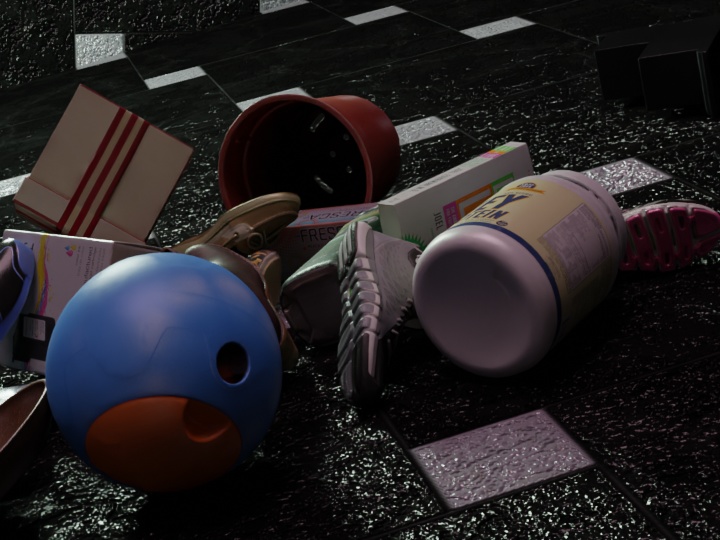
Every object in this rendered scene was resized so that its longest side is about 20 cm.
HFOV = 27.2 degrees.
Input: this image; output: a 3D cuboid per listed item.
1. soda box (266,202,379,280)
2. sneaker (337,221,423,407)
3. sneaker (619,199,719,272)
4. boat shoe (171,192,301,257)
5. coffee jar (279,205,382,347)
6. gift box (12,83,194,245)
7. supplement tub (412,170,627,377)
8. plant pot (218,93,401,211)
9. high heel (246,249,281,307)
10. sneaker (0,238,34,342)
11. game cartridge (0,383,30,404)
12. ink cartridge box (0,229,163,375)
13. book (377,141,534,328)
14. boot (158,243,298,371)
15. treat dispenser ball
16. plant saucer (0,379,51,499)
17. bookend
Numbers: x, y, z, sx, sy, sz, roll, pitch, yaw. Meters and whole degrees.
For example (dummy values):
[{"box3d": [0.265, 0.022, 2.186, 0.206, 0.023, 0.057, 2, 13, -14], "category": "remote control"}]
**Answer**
[{"box3d": [-0.013, -0.035, 1.713, 0.198, 0.069, 0.064, -5, 19, 25], "category": "soda box"}, {"box3d": [0.041, 0.044, 1.404, 0.114, 0.075, 0.202, 12, 52, -17], "category": "sneaker"}, {"box3d": [0.269, -0.039, 1.533, 0.198, 0.074, 0.088, -14, 24, 10], "category": "sneaker"}, {"box3d": [-0.147, -0.022, 1.684, 0.199, 0.064, 0.073, -28, -17, 15], "category": "boat shoe"}, {"box3d": [0.000, 0.000, 1.569, 0.104, 0.086, 0.200, -23, 12, 30], "category": "coffee jar"}, {"box3d": [-0.304, -0.089, 1.803, 0.199, 0.188, 0.185, 29, -8, -3], "category": "gift box"}, {"box3d": [0.155, -0.003, 1.395, 0.144, 0.146, 0.200, 1, 23, 35], "category": "supplement tub"}, {"box3d": [-0.046, -0.131, 1.850, 0.199, 0.203, 0.195, -5, 12, 22], "category": "plant pot"}, {"box3d": [-0.168, 0.029, 1.621, 0.141, 0.072, 0.200, 0, 31, 16], "category": "high heel"}, {"box3d": [-0.394, 0.042, 1.478, 0.070, 0.078, 0.201, -5, 53, 38], "category": "sneaker"}, {"box3d": [-0.403, 0.162, 1.457, 0.198, 0.041, 0.133, -9, 16, 12], "category": "game cartridge"}, {"box3d": [-0.294, 0.040, 1.539, 0.199, 0.147, 0.082, 6, -3, 44], "category": "ink cartridge box"}, {"box3d": [0.108, -0.041, 1.551, 0.199, 0.135, 0.048, -27, 24, -36], "category": "book"}, {"box3d": [-0.147, 0.009, 1.459, 0.072, 0.166, 0.200, -46, 53, 0], "category": "boot"}, {"box3d": [-0.165, 0.085, 1.259, 0.199, 0.203, 0.201, -11, 19, 4], "category": "treat dispenser ball"}, {"box3d": [-0.329, 0.176, 1.271, 0.200, 0.037, 0.201, -40, 15, 13], "category": "plant saucer"}, {"box3d": [0.415, -0.279, 2.100, 0.197, 0.093, 0.200, -6, 21, 24], "category": "bookend"}]
